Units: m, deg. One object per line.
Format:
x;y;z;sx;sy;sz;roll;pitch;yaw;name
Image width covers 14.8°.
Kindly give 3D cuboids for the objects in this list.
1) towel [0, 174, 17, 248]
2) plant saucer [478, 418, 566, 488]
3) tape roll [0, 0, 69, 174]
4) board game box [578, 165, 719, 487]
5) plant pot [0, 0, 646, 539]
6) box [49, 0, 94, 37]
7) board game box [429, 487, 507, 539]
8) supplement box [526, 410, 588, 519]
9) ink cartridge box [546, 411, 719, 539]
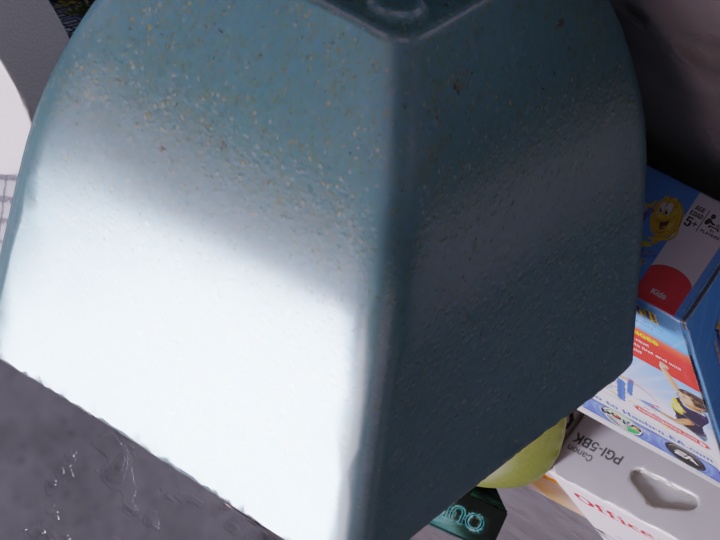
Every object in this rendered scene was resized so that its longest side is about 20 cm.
-0.189;-0.061;1.561;0.085;0.166;0.200;9;177;-41;towel
0.031;0.036;1.502;0.200;0.031;0.201;36;143;33;plant saucer
-0.207;-0.126;1.228;0.202;0.037;0.203;36;159;16;tape roll
0.091;0.000;1.252;0.200;0.056;0.196;29;164;25;board game box
-0.008;-0.047;1.056;0.196;0.196;0.201;29;131;26;plant pot
-0.135;-0.124;1.341;0.200;0.038;0.136;27;-150;35;box
0.014;0.109;1.640;0.135;0.028;0.200;24;-176;-4;board game box
0.069;0.061;1.619;0.200;0.074;0.126;26;166;39;supplement box
0.209;0.146;1.535;0.146;0.083;0.200;27;166;35;ink cartridge box
